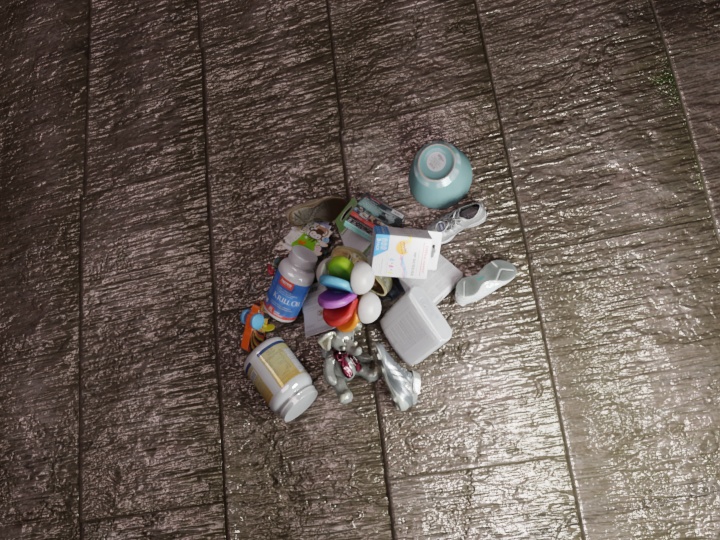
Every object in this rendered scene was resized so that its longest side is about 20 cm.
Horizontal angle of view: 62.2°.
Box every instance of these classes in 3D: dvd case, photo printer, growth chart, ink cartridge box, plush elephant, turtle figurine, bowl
[{"bbox_3d":[0.044,-0.144,1.714,0.143,0.201,0.022,30,126,1],"label":"dvd case"},{"bbox_3d":[0.142,0.159,1.623,0.069,0.201,0.168,-27,76,-39],"label":"photo printer"},{"bbox_3d":[-0.154,-0.111,1.805,0.140,0.018,0.202,17,46,14],"label":"growth chart"},{"bbox_3d":[0.125,-0.047,1.601,0.192,0.068,0.119,4,113,-8],"label":"ink cartridge box"},{"bbox_3d":[-0.041,0.228,1.653,0.162,0.159,0.199,-23,47,-34],"label":"plush elephant"},{"bbox_3d":[-0.202,-0.011,1.802,0.149,0.101,0.201,41,80,14],"label":"turtle figurine"},{"bbox_3d":[0.229,-0.295,1.754,0.193,0.105,0.208,-4,76,14],"label":"bowl"},{"bbox_3d":[-0.073,0.101,1.734,0.194,0.044,0.178,-18,53,10],"label":"ink cartridge box"},{"bbox_3d":[0.169,0.002,1.685,0.199,0.051,0.160,40,57,22],"label":"ink cartridge box"},{"bbox_3d":[-0.002,-0.109,1.758,0.104,0.058,0.203,-48,42,25],"label":"ink cartridge box"}]

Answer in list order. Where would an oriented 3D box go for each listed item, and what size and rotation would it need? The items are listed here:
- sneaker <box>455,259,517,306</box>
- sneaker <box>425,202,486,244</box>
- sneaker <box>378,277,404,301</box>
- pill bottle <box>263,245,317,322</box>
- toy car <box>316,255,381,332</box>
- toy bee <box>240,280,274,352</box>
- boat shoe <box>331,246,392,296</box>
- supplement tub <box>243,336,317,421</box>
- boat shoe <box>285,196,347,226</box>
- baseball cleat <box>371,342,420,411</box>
[{"bbox_3d":[0.344,0.034,1.660,0.195,0.081,0.072,-23,62,-12],"label":"sneaker"},{"bbox_3d":[0.267,-0.146,1.709,0.196,0.082,0.076,-28,66,0],"label":"sneaker"},{"bbox_3d":[0.061,-0.009,1.738,0.145,0.077,0.204,-38,71,0],"label":"sneaker"},{"bbox_3d":[-0.197,0.035,1.708,0.111,0.111,0.204,35,115,21],"label":"pill bottle"},{"bbox_3d":[-0.050,0.069,1.578,0.171,0.206,0.150,9,35,37],"label":"toy car"},{"bbox_3d":[-0.297,0.139,1.791,0.130,0.107,0.205,40,119,34],"label":"toy bee"},{"bbox_3d":[0.000,0.000,1.656,0.196,0.063,0.075,30,114,8],"label":"boat shoe"},{"bbox_3d":[-0.226,0.309,1.697,0.144,0.144,0.201,-42,70,1],"label":"supplement tub"},{"bbox_3d":[-0.134,-0.186,1.821,0.194,0.075,0.065,-17,26,-21],"label":"boat shoe"},{"bbox_3d":[0.103,0.278,1.640,0.104,0.070,0.206,-24,101,-14],"label":"baseball cleat"}]
